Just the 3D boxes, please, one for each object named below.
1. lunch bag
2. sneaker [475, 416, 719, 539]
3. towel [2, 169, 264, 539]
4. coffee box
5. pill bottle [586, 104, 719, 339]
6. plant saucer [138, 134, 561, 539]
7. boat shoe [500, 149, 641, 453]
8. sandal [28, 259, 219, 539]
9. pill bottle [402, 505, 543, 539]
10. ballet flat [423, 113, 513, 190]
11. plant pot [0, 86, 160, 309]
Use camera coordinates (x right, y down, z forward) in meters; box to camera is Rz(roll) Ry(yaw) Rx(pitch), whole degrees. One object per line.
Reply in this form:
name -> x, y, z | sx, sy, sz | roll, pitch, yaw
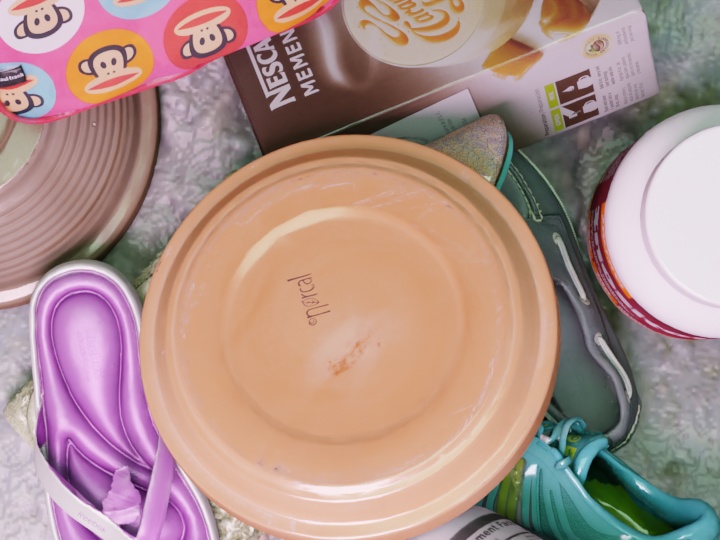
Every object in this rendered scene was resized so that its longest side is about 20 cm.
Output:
lunch bag -> -0.109, -0.176, 1.360 | 0.200, 0.082, 0.176 | -23, 133, -12
sneaker -> 0.091, 0.099, 1.443 | 0.200, 0.078, 0.080 | 29, 131, 7
towel -> -0.071, 0.056, 1.494 | 0.148, 0.036, 0.200 | 45, 89, 1
coffee box -> 0.035, -0.115, 1.458 | 0.200, 0.080, 0.114 | -23, 59, -1
pill bottle -> 0.172, -0.023, 1.412 | 0.113, 0.200, 0.113 | 0, 88, 1
plant saucer -> -0.007, 0.029, 1.352 | 0.200, 0.032, 0.200 | -3, 71, 8
boat shoe -> 0.086, 0.005, 1.481 | 0.073, 0.062, 0.200 | -27, 88, 0
sandal -> -0.129, 0.096, 1.453 | 0.082, 0.050, 0.203 | -17, 92, 5
pill bottle -> 0.066, 0.182, 1.357 | 0.200, 0.116, 0.116 | 29, 88, 24
ballet flat -> 0.000, 0.000, 1.418 | 0.067, 0.068, 0.200 | 25, 106, -25
plant pot -> -0.205, -0.080, 1.472 | 0.201, 0.093, 0.201 | 0, 87, 1
